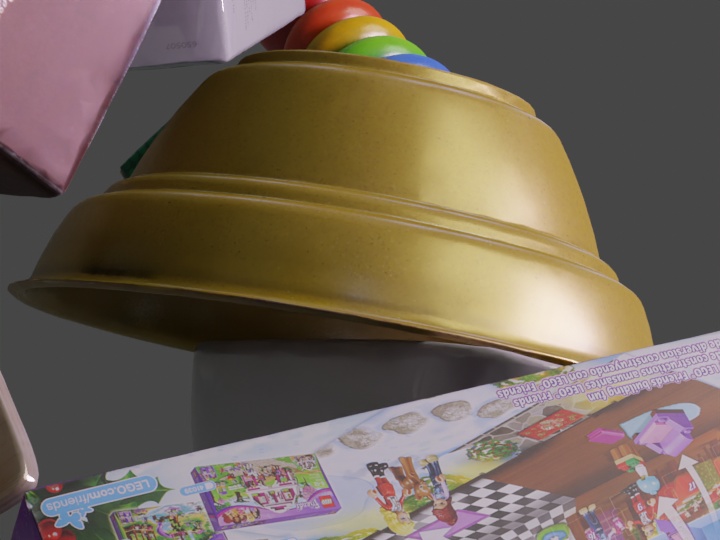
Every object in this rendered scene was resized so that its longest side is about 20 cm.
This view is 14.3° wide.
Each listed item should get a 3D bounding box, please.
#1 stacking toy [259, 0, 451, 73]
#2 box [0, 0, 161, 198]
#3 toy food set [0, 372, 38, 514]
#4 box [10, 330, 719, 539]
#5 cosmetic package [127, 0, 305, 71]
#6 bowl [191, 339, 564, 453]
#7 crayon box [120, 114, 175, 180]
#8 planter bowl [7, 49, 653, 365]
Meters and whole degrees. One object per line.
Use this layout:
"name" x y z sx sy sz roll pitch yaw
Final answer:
"stacking toy" 0.006 -0.087 1.361 0.085 0.085 0.200 36 14 -45
"box" -0.158 -0.100 0.749 0.100 0.075 0.200 5 -29 47
"toy food set" -0.163 -0.029 0.643 0.200 0.060 0.144 36 18 -46
"box" 0.033 0.095 0.664 0.199 0.039 0.137 -11 58 -22
"cosmetic package" -0.074 -0.141 1.166 0.200 0.074 0.102 -56 142 -79
"bowl" 0.059 0.078 0.844 0.200 0.075 0.200 16 -8 -29
"crayon box" 0.000 0.000 1.117 0.119 0.058 0.200 53 13 19
"planter bowl" 0.001 -0.015 0.851 0.200 0.084 0.200 9 -7 1
